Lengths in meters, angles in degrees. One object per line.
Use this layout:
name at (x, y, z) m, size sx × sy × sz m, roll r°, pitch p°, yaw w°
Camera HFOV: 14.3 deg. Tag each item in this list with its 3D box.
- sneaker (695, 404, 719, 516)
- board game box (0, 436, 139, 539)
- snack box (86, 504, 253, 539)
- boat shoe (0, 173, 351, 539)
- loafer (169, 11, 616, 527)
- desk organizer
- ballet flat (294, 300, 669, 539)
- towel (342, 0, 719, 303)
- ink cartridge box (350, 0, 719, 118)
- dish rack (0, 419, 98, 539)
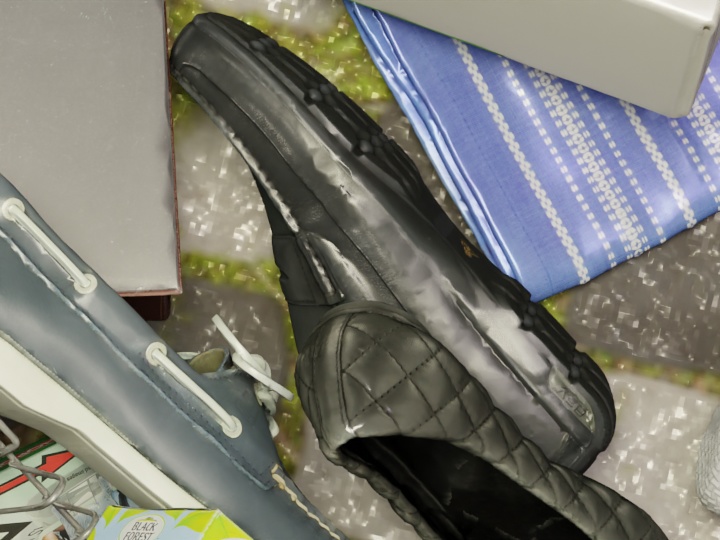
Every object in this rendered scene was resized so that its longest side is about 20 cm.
sneaker at (0.206, 0.023, 0.963) m, size 0.115 × 0.075 × 0.200 m, roll 37°, pitch 81°, yaw 2°
board game box at (-0.126, 0.141, 0.891) m, size 0.200 × 0.029 × 0.135 m, roll -27°, pitch 98°, yaw -33°
snack box at (-0.050, 0.194, 0.815) m, size 0.169 × 0.068 × 0.200 m, roll 43°, pitch 63°, yaw -27°
boat shoe at (-0.059, 0.044, 0.889) m, size 0.200 × 0.075 × 0.062 m, roll 37°, pitch 76°, yaw -14°
loafer at (0.000, 0.000, 0.956) m, size 0.070 × 0.068 × 0.201 m, roll -42°, pitch 90°, yaw 13°
desk organizer at (-0.101, -0.083, 0.959) m, size 0.072 × 0.077 × 0.200 m, roll -3°, pitch 81°, yaw -5°
ballet flat at (0.044, 0.084, 0.913) m, size 0.200 × 0.066 × 0.057 m, roll 42°, pitch 38°, yaw -33°
towel at (0.106, -0.091, 1.002) m, size 0.200 × 0.024 × 0.145 m, roll -27°, pitch 84°, yaw -8°
ink cartridge box at (0.079, -0.174, 0.962) m, size 0.145 × 0.084 × 0.200 m, roll 20°, pitch 72°, yaw 7°
dish rack at (-0.109, 0.131, 0.846) m, size 0.200 × 0.055 × 0.153 m, roll 50°, pitch 60°, yaw -26°
